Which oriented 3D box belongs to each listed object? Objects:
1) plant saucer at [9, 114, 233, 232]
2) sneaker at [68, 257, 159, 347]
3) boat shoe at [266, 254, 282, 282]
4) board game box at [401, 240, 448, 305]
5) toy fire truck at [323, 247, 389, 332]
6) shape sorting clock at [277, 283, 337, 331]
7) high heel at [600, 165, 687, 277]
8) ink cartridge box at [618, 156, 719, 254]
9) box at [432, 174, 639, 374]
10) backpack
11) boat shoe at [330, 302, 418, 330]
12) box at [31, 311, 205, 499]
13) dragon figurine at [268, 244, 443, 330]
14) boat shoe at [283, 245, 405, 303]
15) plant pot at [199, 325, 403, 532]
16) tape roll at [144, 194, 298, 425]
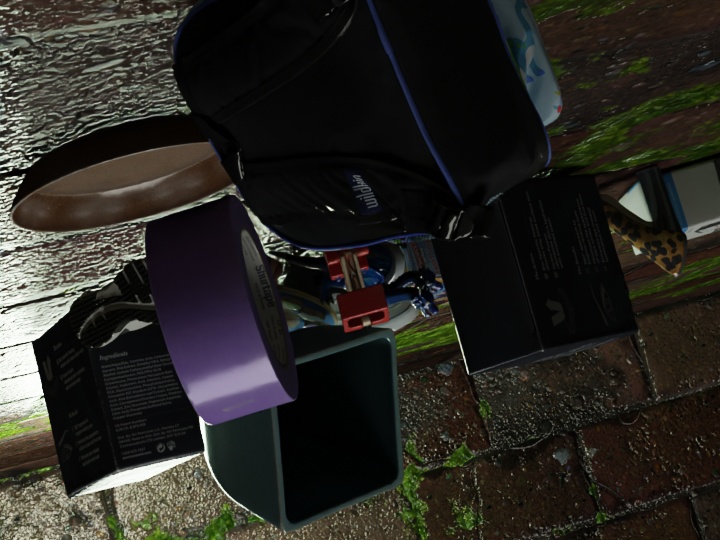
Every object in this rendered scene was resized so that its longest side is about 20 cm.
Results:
[{"bbox_3d":[-0.176,-0.077,1.157,0.199,0.035,0.200,-17,171,-3],"label":"plant saucer"},{"bbox_3d":[-0.228,0.022,1.600,0.199,0.074,0.080,-18,-174,41],"label":"sneaker"},{"bbox_3d":[-0.165,0.035,1.720,0.075,0.075,0.202,31,138,-15],"label":"boat shoe"},{"bbox_3d":[0.105,-0.005,1.976,0.199,0.062,0.200,-4,163,-41],"label":"board game box"},{"bbox_3d":[-0.010,-0.001,1.565,0.048,0.142,0.200,-16,171,-2],"label":"toy fire truck"},{"bbox_3d":[-0.127,0.056,1.847,0.198,0.039,0.200,8,156,4],"label":"shape sorting clock"},{"bbox_3d":[0.328,-0.036,1.952,0.199,0.144,0.071,-24,168,39],"label":"high heel"},{"bbox_3d":[0.467,-0.097,2.026,0.199,0.084,0.145,-16,171,-4],"label":"ink cartridge box"},{"bbox_3d":[0.200,0.002,1.737,0.117,0.198,0.199,-23,169,42],"label":"box"},{"bbox_3d":[0.004,-0.106,0.847,0.147,0.184,0.199,-35,-167,-35],"label":"backpack"},{"bbox_3d":[-0.023,0.045,1.935,0.199,0.066,0.074,-5,-151,26],"label":"boat shoe"},{"bbox_3d":[-0.288,0.146,1.762,0.117,0.201,0.196,-10,170,-31],"label":"box"},{"bbox_3d":[0.000,0.000,1.726,0.100,0.199,0.059,-55,-179,33],"label":"dragon figurine"},{"bbox_3d":[-0.001,0.006,1.844,0.086,0.075,0.201,-7,170,-44],"label":"boat shoe"},{"bbox_3d":[-0.089,0.167,1.777,0.195,0.198,0.199,-15,-163,-41],"label":"plant pot"},{"bbox_3d":[-0.128,0.037,1.397,0.084,0.201,0.200,-16,171,5],"label":"tape roll"}]
